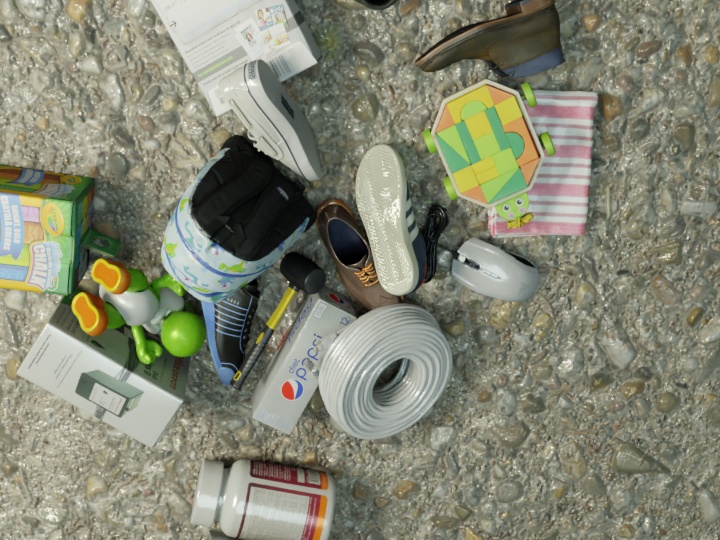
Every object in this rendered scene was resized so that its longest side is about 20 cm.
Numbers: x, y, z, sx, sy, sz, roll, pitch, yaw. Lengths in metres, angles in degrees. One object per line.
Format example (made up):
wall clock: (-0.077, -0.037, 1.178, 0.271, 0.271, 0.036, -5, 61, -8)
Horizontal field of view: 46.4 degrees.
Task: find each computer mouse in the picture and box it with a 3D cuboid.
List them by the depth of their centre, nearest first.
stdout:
computer mouse: (0.169, -0.008, 1.183, 0.197, 0.044, 0.111, 20, 104, -13)

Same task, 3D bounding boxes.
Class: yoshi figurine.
yoshi figurine: (-0.262, 0.058, 1.073, 0.110, 0.199, 0.114, -13, 72, 21)

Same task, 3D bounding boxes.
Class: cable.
cable: (0.038, 0.140, 1.168, 0.198, 0.069, 0.202, -35, 131, -10)

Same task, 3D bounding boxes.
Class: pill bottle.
pill bottle: (-0.141, 0.338, 1.225, 0.196, 0.110, 0.112, 13, 107, -10)

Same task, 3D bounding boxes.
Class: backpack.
backpack: (-0.159, -0.055, 1.042, 0.163, 0.201, 0.153, 44, 110, -12)

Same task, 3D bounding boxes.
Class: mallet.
mallet: (-0.112, 0.074, 1.135, 0.041, 0.065, 0.203, 33, 81, -49)

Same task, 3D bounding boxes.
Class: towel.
towel: (0.251, -0.145, 1.155, 0.143, 0.030, 0.204, -2, 108, -7)

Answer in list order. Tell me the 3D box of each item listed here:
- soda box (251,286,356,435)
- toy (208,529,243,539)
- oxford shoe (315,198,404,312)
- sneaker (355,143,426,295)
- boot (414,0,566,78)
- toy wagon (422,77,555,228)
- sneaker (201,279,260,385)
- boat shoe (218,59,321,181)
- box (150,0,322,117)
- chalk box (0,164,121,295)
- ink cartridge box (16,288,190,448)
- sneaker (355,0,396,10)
soda box: (-0.082, 0.123, 1.183, 0.063, 0.068, 0.202, 26, 104, -16)
toy: (-0.161, 0.413, 1.203, 0.113, 0.200, 0.048, 14, 75, -10)
oxford shoe: (0.000, 0.000, 1.149, 0.071, 0.073, 0.201, -34, 109, 5)
sneaker: (0.047, -0.066, 1.135, 0.074, 0.084, 0.205, -10, 83, 24)
boot: (0.172, -0.276, 1.078, 0.197, 0.075, 0.098, -26, 107, 0)
toy wagon: (0.179, -0.148, 1.115, 0.153, 0.040, 0.203, -23, 101, 14)
sneaker: (-0.171, 0.061, 1.151, 0.076, 0.070, 0.204, -8, 109, 1)
boat shoe: (-0.110, -0.177, 1.052, 0.065, 0.073, 0.200, -15, 149, 16)
box: (-0.160, -0.314, 1.025, 0.154, 0.041, 0.202, -23, 111, 17)
chalk box: (-0.404, -0.052, 1.058, 0.196, 0.125, 0.126, 6, 108, -10)
ink cartridge box: (-0.330, 0.125, 1.114, 0.198, 0.146, 0.085, 34, 101, -17)
sneaker: (-0.033, -0.367, 1.010, 0.196, 0.099, 0.072, 13, 109, -9)
